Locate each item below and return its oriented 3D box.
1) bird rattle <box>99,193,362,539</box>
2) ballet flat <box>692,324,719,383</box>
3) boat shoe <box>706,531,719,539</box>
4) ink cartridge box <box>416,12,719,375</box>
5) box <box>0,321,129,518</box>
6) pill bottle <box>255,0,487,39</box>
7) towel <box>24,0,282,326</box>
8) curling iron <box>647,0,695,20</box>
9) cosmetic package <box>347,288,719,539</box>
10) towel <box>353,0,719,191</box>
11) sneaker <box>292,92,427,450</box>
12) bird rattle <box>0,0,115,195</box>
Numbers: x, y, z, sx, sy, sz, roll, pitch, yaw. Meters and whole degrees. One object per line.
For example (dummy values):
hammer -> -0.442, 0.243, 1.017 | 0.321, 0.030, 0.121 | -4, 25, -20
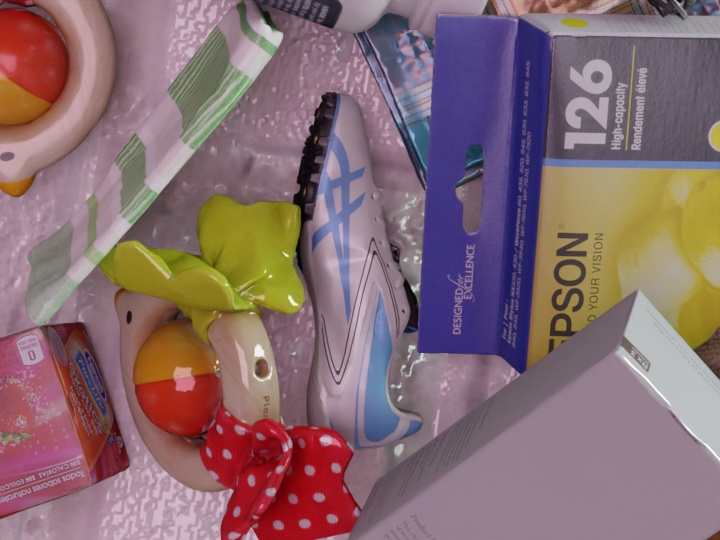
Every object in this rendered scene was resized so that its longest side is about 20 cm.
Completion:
bird rattle -> -0.075, 0.062, 1.375 | 0.112, 0.163, 0.201 | -23, 97, -34
ballet flat -> 0.152, 0.076, 1.344 | 0.199, 0.067, 0.047 | -29, 61, 28
boat shoe -> 0.208, 0.121, 1.329 | 0.076, 0.074, 0.200 | 44, 82, 2
ink cartridge box -> 0.136, -0.038, 1.335 | 0.199, 0.047, 0.199 | -1, 111, -8
box -> -0.243, 0.104, 1.408 | 0.199, 0.100, 0.096 | -19, 88, 7
pill bottle -> -0.022, -0.196, 1.337 | 0.199, 0.120, 0.120 | 21, 94, -5
towel -> -0.116, -0.065, 1.366 | 0.023, 0.153, 0.200 | 40, 95, -12
curling iron -> 0.112, -0.194, 1.350 | 0.026, 0.050, 0.200 | -41, 52, -10
cosmetic package -> 0.102, 0.116, 1.295 | 0.200, 0.081, 0.113 | -37, 101, 25
towel -> 0.096, -0.149, 1.398 | 0.199, 0.022, 0.147 | -26, 88, 7
sneaker -> 0.000, 0.000, 1.394 | 0.072, 0.072, 0.201 | -4, 91, -9
bird rattle -> -0.214, -0.136, 1.413 | 0.163, 0.113, 0.200 | 38, 86, -9
